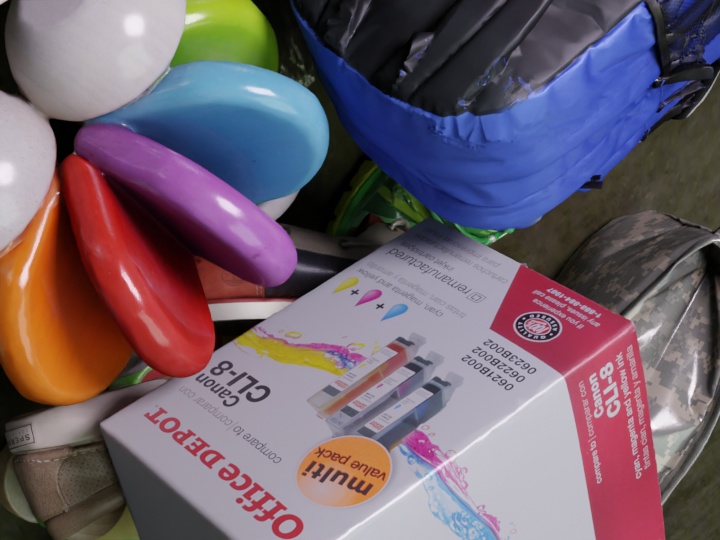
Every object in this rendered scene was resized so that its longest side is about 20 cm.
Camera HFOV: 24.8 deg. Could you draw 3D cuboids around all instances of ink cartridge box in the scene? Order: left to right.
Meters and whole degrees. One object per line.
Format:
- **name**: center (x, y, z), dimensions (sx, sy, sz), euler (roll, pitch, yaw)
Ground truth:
- **ink cartridge box**: center (0.013, 0.101, 0.742), dimensions (0.200, 0.145, 0.145), euler (-33, 130, -25)

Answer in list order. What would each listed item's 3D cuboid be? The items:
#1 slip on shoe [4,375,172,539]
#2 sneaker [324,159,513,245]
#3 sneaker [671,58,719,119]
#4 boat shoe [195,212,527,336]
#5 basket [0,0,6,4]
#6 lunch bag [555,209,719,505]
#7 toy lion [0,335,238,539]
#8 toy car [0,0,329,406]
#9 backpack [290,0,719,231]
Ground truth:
- **slip on shoe**: center (-0.073, 0.074, 0.799), dimensions (0.199, 0.076, 0.061), euler (-15, 86, -36)
- **sneaker**: center (0.042, -0.035, 0.909), dimensions (0.074, 0.084, 0.201), euler (7, 114, -49)
- **sneaker**: center (0.148, -0.110, 0.907), dimensions (0.073, 0.080, 0.200), euler (-2, 162, -12)
- **boat shoe**: center (0.000, 0.000, 0.857), dimensions (0.199, 0.063, 0.071), euler (0, 166, -17)
- **basket**: center (-0.224, -0.113, 0.523), dimensions (0.200, 0.135, 0.124), euler (-37, 143, -19)
- **lunch bag**: center (0.169, 0.056, 1.038), dimensions (0.117, 0.164, 0.200), euler (34, 94, -9)
- **toy lion**: center (-0.083, 0.123, 0.878), dimensions (0.191, 0.069, 0.201), euler (-27, 109, -32)
- **toy car**: center (-0.094, -0.029, 0.714), dimensions (0.200, 0.150, 0.175), euler (-49, 143, -4)
- **backpack**: center (0.081, -0.113, 0.745), dimensions (0.200, 0.162, 0.168), euler (-42, 145, -15)
